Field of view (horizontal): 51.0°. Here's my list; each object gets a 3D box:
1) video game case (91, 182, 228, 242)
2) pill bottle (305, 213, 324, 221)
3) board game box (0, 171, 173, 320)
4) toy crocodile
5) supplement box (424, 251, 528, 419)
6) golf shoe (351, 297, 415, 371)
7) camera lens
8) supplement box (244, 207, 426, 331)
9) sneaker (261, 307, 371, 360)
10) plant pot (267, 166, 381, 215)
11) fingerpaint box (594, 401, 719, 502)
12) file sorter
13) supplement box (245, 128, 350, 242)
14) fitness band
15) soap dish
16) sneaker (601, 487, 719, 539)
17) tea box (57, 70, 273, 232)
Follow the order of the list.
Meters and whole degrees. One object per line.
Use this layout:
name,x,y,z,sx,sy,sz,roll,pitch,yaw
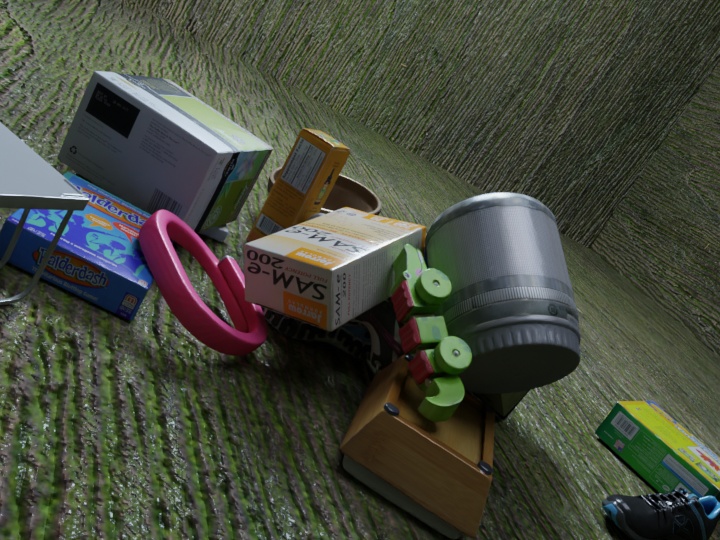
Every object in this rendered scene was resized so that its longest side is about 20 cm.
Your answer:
video game case,-0.300,-0.124,1.129,0.199,0.023,0.182,24,18,-27
pill bottle,0.000,0.000,1.144,0.199,0.114,0.114,22,19,-29
board game box,-0.293,-0.034,0.839,0.151,0.045,0.200,28,16,-14
toy crocodile,0.067,0.064,0.805,0.061,0.068,0.201,1,60,-26
supplement box,0.168,0.072,1.060,0.200,0.134,0.200,40,-12,27
golf shoe,0.059,0.115,0.955,0.077,0.088,0.201,-82,148,-87
camera lens,0.163,0.023,0.877,0.159,0.160,0.201,19,52,-36
supplement box,-0.025,-0.010,0.885,0.125,0.074,0.200,16,25,30
sneaker,-0.058,0.058,0.990,0.199,0.079,0.090,29,-3,-19
plant pot,-0.070,-0.102,1.315,0.199,0.093,0.201,14,25,-7
fingerpaint box,0.510,0.308,1.243,0.166,0.074,0.200,10,27,-49
file sorter,-0.373,-0.070,0.657,0.200,0.125,0.139,37,16,17
supplement box,-0.095,-0.114,1.151,0.069,0.201,0.066,36,17,16
fitness band,-0.174,0.013,0.841,0.200,0.037,0.143,56,12,31
soap dish,0.072,0.179,0.815,0.157,0.082,0.200,32,17,2
sneaker,0.401,0.318,1.003,0.199,0.082,0.073,20,22,-32
tea box,-0.259,-0.162,1.037,0.199,0.134,0.197,34,18,7
